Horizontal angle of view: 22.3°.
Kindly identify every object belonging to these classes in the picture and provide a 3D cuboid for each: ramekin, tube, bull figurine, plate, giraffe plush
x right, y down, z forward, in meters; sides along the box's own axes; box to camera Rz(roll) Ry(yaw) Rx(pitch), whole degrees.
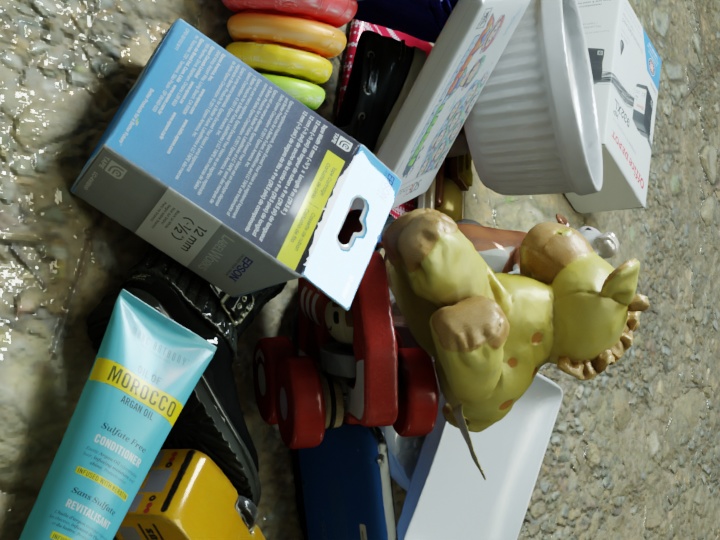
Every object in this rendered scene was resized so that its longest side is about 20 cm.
[{"bbox_3d":[0.153,-0.162,1.664,0.200,0.104,0.203,-9,90,-76],"label":"ramekin"},{"bbox_3d":[-0.163,0.117,1.170,0.077,0.050,0.202,35,64,-27],"label":"tube"},{"bbox_3d":[0.108,-0.002,1.470,0.122,0.197,0.066,-70,161,-68],"label":"bull figurine"},{"bbox_3d":[0.096,0.170,1.558,0.200,0.032,0.202,32,76,-57],"label":"plate"},{"bbox_3d":[0.124,0.029,1.344,0.173,0.161,0.202,-164,-128,-81],"label":"giraffe plush"}]

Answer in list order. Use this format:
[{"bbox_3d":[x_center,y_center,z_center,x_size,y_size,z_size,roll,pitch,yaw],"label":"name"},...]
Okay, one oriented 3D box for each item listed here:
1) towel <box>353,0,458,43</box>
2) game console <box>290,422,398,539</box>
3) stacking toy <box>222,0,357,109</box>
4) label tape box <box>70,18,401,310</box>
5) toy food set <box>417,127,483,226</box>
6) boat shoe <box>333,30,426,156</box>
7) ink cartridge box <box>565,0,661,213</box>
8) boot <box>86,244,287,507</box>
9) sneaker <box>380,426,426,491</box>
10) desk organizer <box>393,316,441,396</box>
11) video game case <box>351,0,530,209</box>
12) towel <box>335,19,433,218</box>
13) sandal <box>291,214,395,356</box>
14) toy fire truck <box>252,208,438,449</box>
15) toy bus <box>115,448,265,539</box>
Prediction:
[{"bbox_3d":[0.017,-0.238,1.463,0.200,0.146,0.050,52,55,-75],"label":"towel"},{"bbox_3d":[0.014,0.210,1.481,0.117,0.170,0.203,-10,96,-36],"label":"game console"},{"bbox_3d":[-0.066,-0.142,1.405,0.116,0.109,0.202,11,87,-64],"label":"stacking toy"},{"bbox_3d":[-0.082,-0.061,1.271,0.199,0.066,0.144,35,46,-12],"label":"label tape box"},{"bbox_3d":[0.100,-0.075,1.707,0.143,0.060,0.202,43,48,-69],"label":"toy food set"},{"bbox_3d":[-0.015,-0.110,1.510,0.066,0.074,0.201,29,82,-14],"label":"boat shoe"},{"bbox_3d":[0.272,-0.187,2.062,0.145,0.083,0.202,47,46,-51],"label":"ink cartridge box"},{"bbox_3d":[-0.102,0.060,1.307,0.158,0.079,0.213,-56,134,-50],"label":"boot"},{"bbox_3d":[0.051,0.163,1.590,0.200,0.080,0.077,40,70,-57],"label":"sneaker"},{"bbox_3d":[0.077,0.068,1.595,0.201,0.076,0.072,74,25,-58],"label":"desk organizer"},{"bbox_3d":[0.069,-0.142,1.500,0.201,0.024,0.182,-62,170,17],"label":"video game case"},{"bbox_3d":[0.022,-0.143,1.640,0.145,0.022,0.202,41,51,-53],"label":"towel"},{"bbox_3d":[0.000,0.001,1.530,0.076,0.047,0.201,80,27,-45],"label":"sandal"},{"bbox_3d":[-0.015,0.036,1.359,0.200,0.111,0.170,-153,-121,-73],"label":"toy fire truck"},{"bbox_3d":[-0.101,0.217,1.287,0.201,0.078,0.065,65,33,-35],"label":"toy bus"}]
